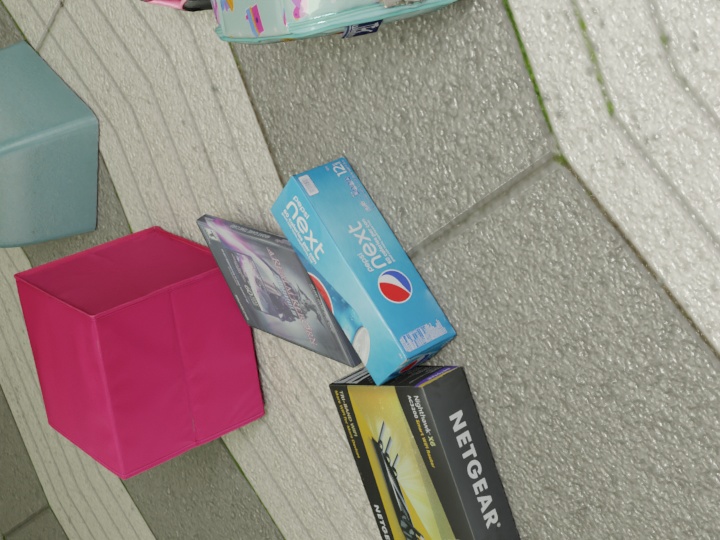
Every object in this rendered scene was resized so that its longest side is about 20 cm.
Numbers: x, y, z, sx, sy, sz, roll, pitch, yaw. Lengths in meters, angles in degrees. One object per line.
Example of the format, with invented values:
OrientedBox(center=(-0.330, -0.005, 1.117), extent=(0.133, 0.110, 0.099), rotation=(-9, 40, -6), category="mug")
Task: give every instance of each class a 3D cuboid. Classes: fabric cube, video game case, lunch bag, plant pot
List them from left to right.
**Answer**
OrientedBox(center=(-0.474, -0.145, 1.587), extent=(0.196, 0.200, 0.196), rotation=(44, 140, 29), category="plant pot")
OrientedBox(center=(-0.252, 0.086, 1.425), extent=(0.196, 0.200, 0.199), rotation=(19, 123, 49), category="fabric cube")
OrientedBox(center=(-0.086, 0.018, 1.281), extent=(0.200, 0.019, 0.143), rotation=(18, 138, 51), category="video game case")
OrientedBox(center=(-0.016, -0.221, 0.943), extent=(0.200, 0.160, 0.077), rotation=(14, 116, 57), category="lunch bag")

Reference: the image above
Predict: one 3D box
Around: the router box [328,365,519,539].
OrientedBox(center=(0.061, 0.191, 1.185), extent=(0.157, 0.052, 0.200), rotation=(-8, 104, 56), category="router box")

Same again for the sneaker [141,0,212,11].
OrientedBox(center=(-0.187, -0.287, 1.194), extent=(0.200, 0.095, 0.079), rotation=(24, 131, 47), category="sneaker")

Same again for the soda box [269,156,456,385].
OrientedBox(center=(0.000, 0.000, 1.140), extent=(0.200, 0.064, 0.068), rotation=(59, 146, 12), category="soda box")
